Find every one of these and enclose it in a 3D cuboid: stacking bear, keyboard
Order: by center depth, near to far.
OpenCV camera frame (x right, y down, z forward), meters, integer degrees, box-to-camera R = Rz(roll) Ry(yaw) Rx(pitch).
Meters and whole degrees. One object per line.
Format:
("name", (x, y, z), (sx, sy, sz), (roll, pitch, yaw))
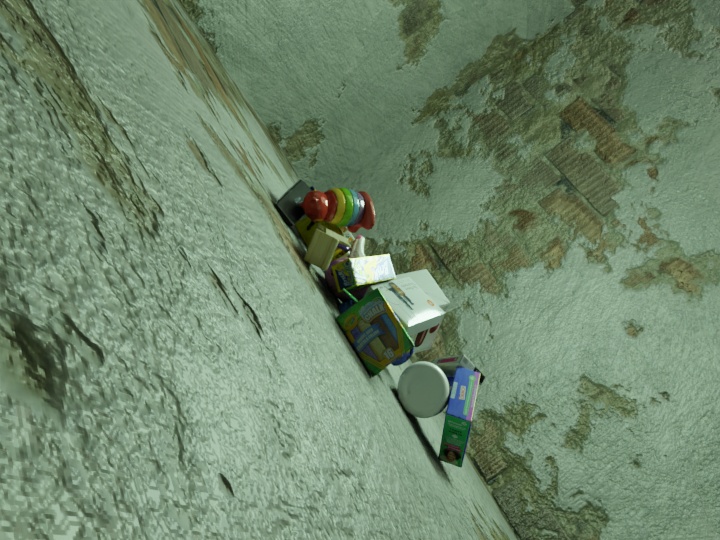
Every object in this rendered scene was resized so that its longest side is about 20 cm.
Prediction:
("keyboard", (-0.161, -0.169, 1.584), (0.128, 0.020, 0.201), (51, 30, -12))
("stacking bear", (-0.071, -0.173, 1.592), (0.120, 0.196, 0.118), (-6, -96, 51))

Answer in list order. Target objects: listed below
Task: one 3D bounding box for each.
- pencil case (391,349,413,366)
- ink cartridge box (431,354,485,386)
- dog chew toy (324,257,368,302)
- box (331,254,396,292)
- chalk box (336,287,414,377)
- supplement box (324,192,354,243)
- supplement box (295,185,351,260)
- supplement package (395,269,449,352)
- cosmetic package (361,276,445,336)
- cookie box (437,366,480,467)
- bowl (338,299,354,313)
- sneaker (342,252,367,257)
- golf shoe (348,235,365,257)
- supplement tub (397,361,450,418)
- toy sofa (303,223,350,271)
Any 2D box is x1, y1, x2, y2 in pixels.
("pencil case", (0.073, 0.151, 1.530), (0.079, 0.085, 0.202), (89, -24, -53))
("ink cartridge box", (0.272, 0.298, 1.689), (0.095, 0.037, 0.199), (44, -28, -9))
("dog chew toy", (-0.036, 0.022, 1.556), (0.126, 0.123, 0.199), (57, 10, 19))
("box", (0.012, 0.005, 1.474), (0.198, 0.063, 0.072), (-9, 80, -56))
("chalk box", (0.024, 0.121, 1.348), (0.203, 0.122, 0.124), (57, 2, 2))
("supplement box", (-0.121, -0.157, 2.019), (0.202, 0.124, 0.074), (57, 2, 35))
("supplement box", (-0.124, -0.127, 1.716), (0.203, 0.108, 0.109), (58, 2, 10))
("supplement package", (0.128, 0.133, 1.709), (0.149, 0.186, 0.204), (58, -34, 37))
("cosmetic package", (0.116, 0.094, 1.514), (0.151, 0.052, 0.198), (47, 30, 22))
("cookie box", (0.272, 0.402, 1.585), (0.173, 0.073, 0.205), (-63, 159, -48))
("bowl", (0.011, 0.168, 1.521), (0.204, 0.039, 0.201), (58, 2, -3))
("sneaker", (0.009, 0.002, 1.767), (0.198, 0.090, 0.075), (38, 19, 20))
("golf shoe", (0.000, 0.000, 1.713), (0.075, 0.088, 0.207), (45, 55, -81))
("supplement tub", (0.182, 0.337, 1.622), (0.147, 0.143, 0.200), (57, 1, 16))
("toy sofa", (-0.086, -0.056, 1.485), (0.095, 0.085, 0.200), (25, 6, -7))
